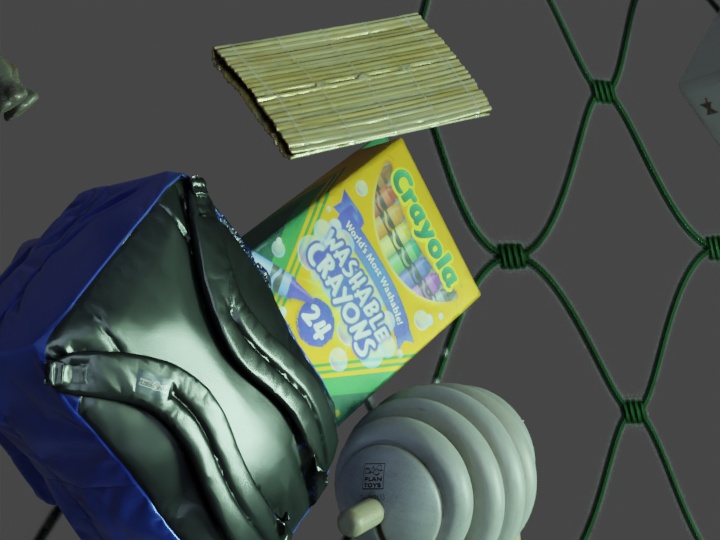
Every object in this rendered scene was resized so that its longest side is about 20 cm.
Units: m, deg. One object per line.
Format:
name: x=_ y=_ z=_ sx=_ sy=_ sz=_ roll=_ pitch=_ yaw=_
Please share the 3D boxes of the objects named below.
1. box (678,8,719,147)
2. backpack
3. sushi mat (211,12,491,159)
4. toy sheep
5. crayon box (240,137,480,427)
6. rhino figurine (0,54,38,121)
box: x=0.419 y=-0.160 z=1.461 sx=0.200 sy=0.198 sz=0.172 roll=50 pitch=53 yaw=-23
backpack: x=-0.116 y=0.068 z=0.954 sx=0.200 sy=0.167 sz=0.163 roll=54 pitch=54 yaw=-25
sushi mat: x=-0.002 y=-0.127 z=1.175 sx=0.199 sy=0.012 sz=0.096 roll=-16 pitch=62 yaw=-43
toy sheep: x=0.047 y=0.140 z=1.113 sx=0.200 sy=0.137 sz=0.139 roll=-19 pitch=94 yaw=-61
crayon box: x=0.000 y=0.000 z=1.151 sx=0.200 sy=0.051 sz=0.126 roll=-40 pitch=108 yaw=-40
rhino figurine: x=-0.265 y=-0.086 z=0.923 sx=0.200 sy=0.060 sz=0.088 roll=-39 pitch=93 yaw=-38
